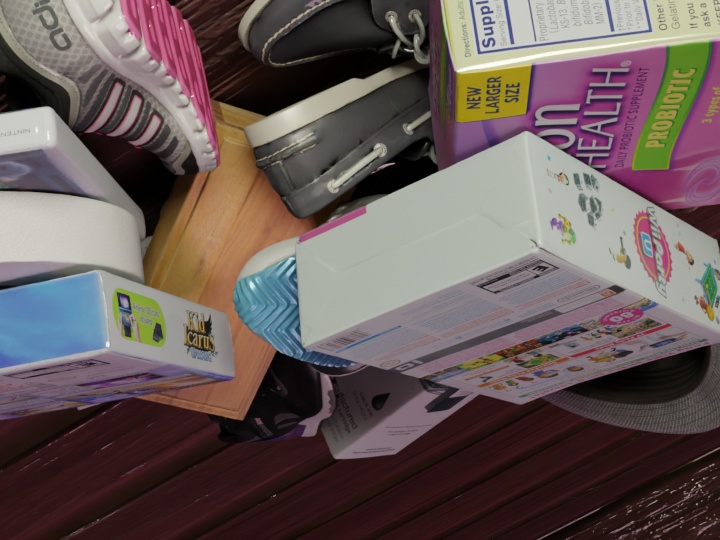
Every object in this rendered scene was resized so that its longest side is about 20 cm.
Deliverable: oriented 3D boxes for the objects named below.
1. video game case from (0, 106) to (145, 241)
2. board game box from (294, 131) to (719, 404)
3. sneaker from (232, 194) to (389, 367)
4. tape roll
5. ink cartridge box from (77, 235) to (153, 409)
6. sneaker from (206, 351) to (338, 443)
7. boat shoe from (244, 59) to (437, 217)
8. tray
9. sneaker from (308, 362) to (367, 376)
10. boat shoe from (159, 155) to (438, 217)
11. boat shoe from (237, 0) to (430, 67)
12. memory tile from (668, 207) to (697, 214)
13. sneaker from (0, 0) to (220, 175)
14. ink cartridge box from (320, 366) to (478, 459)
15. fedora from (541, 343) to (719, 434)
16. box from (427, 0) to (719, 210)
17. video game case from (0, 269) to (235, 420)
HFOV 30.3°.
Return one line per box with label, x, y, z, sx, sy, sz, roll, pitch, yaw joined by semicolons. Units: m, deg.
video game case;-0.219;-0.031;0.683;0.181;0.024;0.200;-9;168;1
board game box;0.085;0.010;0.703;0.147;0.065;0.199;-22;152;34
sneaker;0.000;0.000;0.782;0.199;0.081;0.077;-12;118;-43
tape roll;-0.216;0.003;0.707;0.201;0.037;0.203;-9;169;-2
ink cartridge box;-0.116;0.022;0.953;0.199;0.067;0.116;-16;157;-20
sneaker;-0.070;0.087;0.966;0.087;0.076;0.200;-13;157;-13
boat shoe;0.022;-0.087;0.785;0.199;0.063;0.072;-26;-174;-36
tray;-0.084;0.000;0.839;0.098;0.037;0.201;15;118;-23
sneaker;0.013;0.012;0.906;0.071;0.201;0.083;1;130;15
boat shoe;-0.033;-0.057;0.872;0.200;0.063;0.074;-21;160;-4
boat shoe;0.032;-0.148;0.725;0.199;0.063;0.073;-22;161;-4
memory tile;0.191;-0.066;0.972;0.017;0.154;0.200;15;143;-16
sneaker;-0.131;-0.096;0.671;0.087;0.074;0.200;-17;162;7
ink cartridge box;0.040;0.037;1.044;0.083;0.147;0.200;4;144;-49
fedora;0.171;0.016;0.887;0.199;0.090;0.178;9;133;25
box;0.135;-0.105;0.650;0.199;0.097;0.176;-6;158;0
video game case;-0.194;0.050;0.747;0.199;0.046;0.181;-11;168;13
